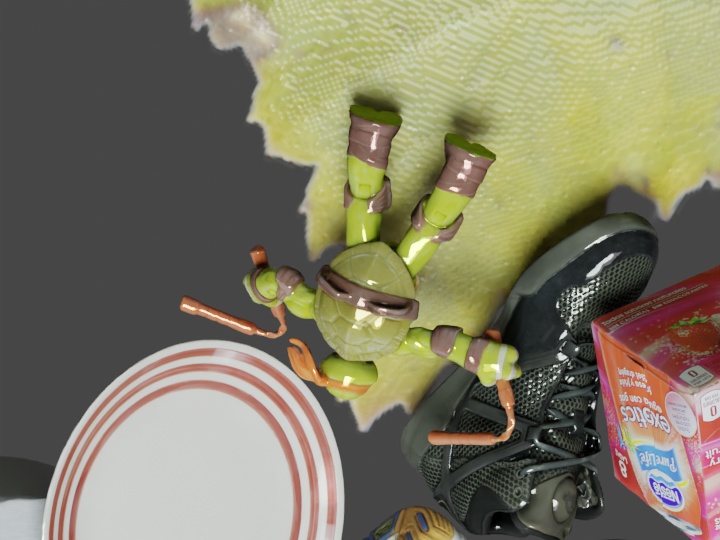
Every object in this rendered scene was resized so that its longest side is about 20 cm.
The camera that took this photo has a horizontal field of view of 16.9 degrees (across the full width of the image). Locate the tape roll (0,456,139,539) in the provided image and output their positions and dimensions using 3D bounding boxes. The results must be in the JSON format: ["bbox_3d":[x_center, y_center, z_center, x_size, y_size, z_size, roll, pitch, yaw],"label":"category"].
[{"bbox_3d":[-0.202,0.206,1.321,0.200,0.066,0.201,-8,110,-22],"label":"tape roll"}]

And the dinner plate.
[{"bbox_3d":[-0.092,0.136,1.310,0.200,0.024,0.201,-4,96,-40],"label":"dinner plate"}]

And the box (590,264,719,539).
[{"bbox_3d":[0.229,0.048,1.248,0.200,0.095,0.100,-23,121,-20],"label":"box"}]

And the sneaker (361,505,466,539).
[{"bbox_3d":[-0.006,0.225,1.392,0.200,0.075,0.088,-37,114,18],"label":"sneaker"}]

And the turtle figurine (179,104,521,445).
[{"bbox_3d":[0.000,0.000,1.258,0.200,0.064,0.162,21,104,22],"label":"turtle figurine"}]

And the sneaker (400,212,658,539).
[{"bbox_3d":[0.109,0.067,1.279,0.076,0.114,0.200,13,123,-44],"label":"sneaker"}]
